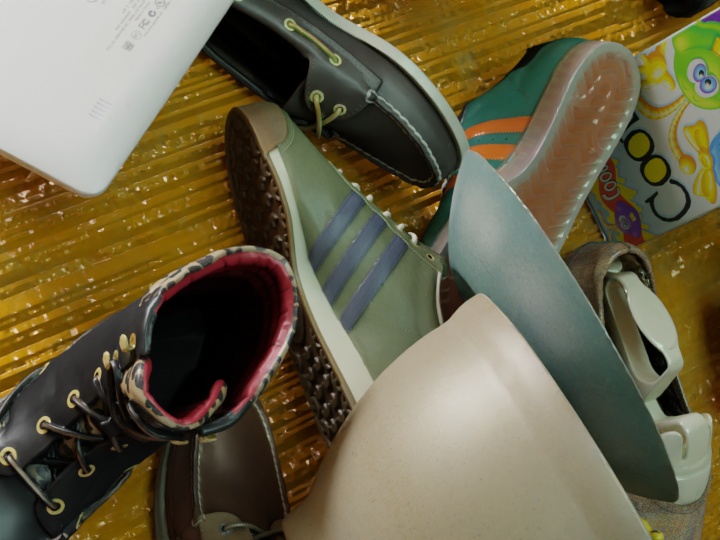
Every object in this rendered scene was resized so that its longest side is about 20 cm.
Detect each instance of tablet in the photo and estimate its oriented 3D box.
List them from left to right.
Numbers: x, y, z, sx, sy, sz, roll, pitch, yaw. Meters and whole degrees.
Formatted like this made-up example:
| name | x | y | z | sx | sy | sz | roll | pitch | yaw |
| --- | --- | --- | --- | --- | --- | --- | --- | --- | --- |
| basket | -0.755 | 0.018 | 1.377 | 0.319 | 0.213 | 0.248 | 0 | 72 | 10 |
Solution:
| name | x | y | z | sx | sy | sz | roll | pitch | yaw |
| --- | --- | --- | --- | --- | --- | --- | --- | --- | --- |
| tablet | -0.138 | -0.139 | 0.847 | 0.129 | 0.014 | 0.201 | 27 | 62 | 6 |

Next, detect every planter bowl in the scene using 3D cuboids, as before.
| name | x | y | z | sx | sy | sz | roll | pitch | yaw |
| --- | --- | --- | --- | --- | --- | --- | --- | --- | --- |
| planter bowl | 0.049 | 0.131 | 0.756 | 0.134 | 0.200 | 0.201 | -31 | 92 | -3 |

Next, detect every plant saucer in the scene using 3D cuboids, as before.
| name | x | y | z | sx | sy | sz | roll | pitch | yaw |
| --- | --- | --- | --- | --- | --- | --- | --- | --- | --- |
| plant saucer | 0.088 | 0.036 | 0.836 | 0.038 | 0.201 | 0.202 | -30 | 92 | -3 |

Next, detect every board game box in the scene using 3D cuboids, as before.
| name | x | y | z | sx | sy | sz | roll | pitch | yaw |
| --- | --- | --- | --- | --- | --- | --- | --- | --- | --- |
| board game box | 0.222 | -0.098 | 0.988 | 0.104 | 0.200 | 0.104 | -24 | 88 | -36 |

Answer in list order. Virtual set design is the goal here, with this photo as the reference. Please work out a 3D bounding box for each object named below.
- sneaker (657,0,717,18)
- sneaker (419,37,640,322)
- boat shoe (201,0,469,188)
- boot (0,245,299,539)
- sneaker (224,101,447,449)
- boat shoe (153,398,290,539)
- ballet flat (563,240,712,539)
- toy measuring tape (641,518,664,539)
| name | x | y | z | sx | sy | sz | roll | pitch | yaw |
| --- | --- | --- | --- | --- | --- | --- | --- | --- | --- |
| sneaker | 0.174 | -0.244 | 1.086 | 0.201 | 0.071 | 0.098 | 47 | 53 | -12 |
| sneaker | 0.080 | -0.050 | 0.970 | 0.071 | 0.080 | 0.201 | 45 | 74 | -32 |
| boat shoe | -0.030 | -0.108 | 0.912 | 0.201 | 0.072 | 0.061 | 40 | 58 | -6 |
| boot | -0.117 | 0.070 | 0.744 | 0.073 | 0.150 | 0.200 | 51 | 55 | -7 |
| sneaker | 0.000 | 0.000 | 0.880 | 0.089 | 0.067 | 0.202 | -14 | 73 | -25 |
| boat shoe | -0.051 | 0.151 | 0.808 | 0.075 | 0.072 | 0.202 | 2 | 73 | -32 |
| ballet flat | 0.166 | 0.077 | 0.976 | 0.068 | 0.067 | 0.202 | -15 | 83 | -35 |
| toy measuring tape | 0.164 | 0.233 | 0.920 | 0.073 | 0.073 | 0.202 | 6 | 71 | -31 |
